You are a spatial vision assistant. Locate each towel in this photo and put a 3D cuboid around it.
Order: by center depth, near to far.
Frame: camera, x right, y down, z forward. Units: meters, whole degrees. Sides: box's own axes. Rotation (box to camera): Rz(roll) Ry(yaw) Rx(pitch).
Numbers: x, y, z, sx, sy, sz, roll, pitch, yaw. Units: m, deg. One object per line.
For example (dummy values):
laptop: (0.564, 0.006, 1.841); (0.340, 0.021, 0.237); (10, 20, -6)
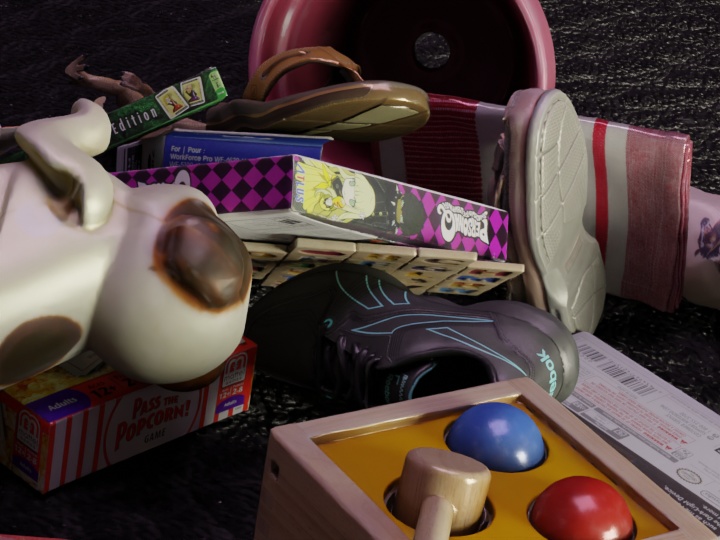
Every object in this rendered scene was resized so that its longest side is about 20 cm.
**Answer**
towel: (0.102, -0.044, 1.397); (0.199, 0.144, 0.023); (10, 49, 15)

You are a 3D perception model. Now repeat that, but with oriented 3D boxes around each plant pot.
plant pot: (0.039, -0.139, 1.542); (0.199, 0.201, 0.179); (14, 12, 9)

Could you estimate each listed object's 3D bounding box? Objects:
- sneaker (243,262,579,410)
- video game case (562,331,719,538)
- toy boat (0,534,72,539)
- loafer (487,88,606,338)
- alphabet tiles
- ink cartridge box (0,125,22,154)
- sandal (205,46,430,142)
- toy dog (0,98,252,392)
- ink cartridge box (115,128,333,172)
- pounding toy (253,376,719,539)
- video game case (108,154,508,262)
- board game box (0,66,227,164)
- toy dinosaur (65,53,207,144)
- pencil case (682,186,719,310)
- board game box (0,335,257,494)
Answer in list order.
sneaker: (0.015, 0.044, 1.229); (0.199, 0.076, 0.079); (4, 21, 28)
video game case: (0.133, 0.106, 1.265); (0.181, 0.023, 0.200); (-15, 37, -40)
toy boat: (-0.186, 0.171, 0.957); (0.199, 0.131, 0.131); (6, -3, -9)
loafer: (0.099, -0.030, 1.347); (0.063, 0.201, 0.072); (14, 54, 26)
alphabet tiles: (0.000, 0.000, 1.319); (0.165, 0.006, 0.200); (5, -7, -8)
ink cartridge box: (-0.289, -0.077, 1.335); (0.162, 0.057, 0.200); (-8, -10, -30)
sandal: (-0.033, -0.107, 1.370); (0.080, 0.054, 0.200); (5, -2, -31)
toy dog: (-0.153, 0.000, 1.151); (0.199, 0.140, 0.194); (2, 42, -11)
ink cartridge box: (-0.088, -0.062, 1.403); (0.099, 0.039, 0.200); (3, -1, -14)
pounding toy: (0.047, 0.133, 1.051); (0.199, 0.143, 0.184); (-9, 32, -32)
video game case: (-0.048, -0.028, 1.294); (0.199, 0.036, 0.181); (-3, -11, 43)
board game box: (-0.174, -0.070, 1.340); (0.199, 0.024, 0.105); (-24, 2, -6)
toy dinosaur: (-0.152, -0.098, 1.517); (0.101, 0.059, 0.199); (24, -9, -41)
pencil case: (0.188, -0.022, 1.468); (0.199, 0.090, 0.078); (16, 71, 14)
board game box: (-0.180, 0.037, 1.265); (0.200, 0.047, 0.151); (29, 33, 33)
